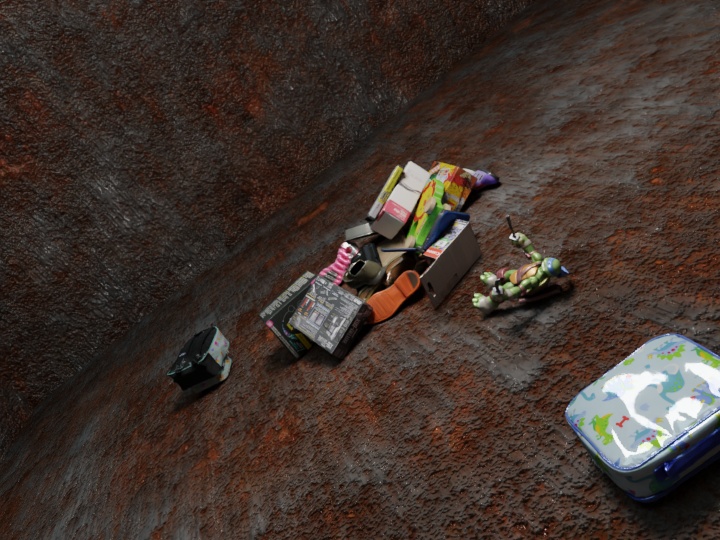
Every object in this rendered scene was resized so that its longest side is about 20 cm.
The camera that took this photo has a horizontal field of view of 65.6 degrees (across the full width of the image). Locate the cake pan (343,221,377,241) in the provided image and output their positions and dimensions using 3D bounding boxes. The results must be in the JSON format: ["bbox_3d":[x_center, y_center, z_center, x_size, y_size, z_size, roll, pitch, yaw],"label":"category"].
[{"bbox_3d":[0.036,-0.138,1.868,0.199,0.037,0.200,-15,2,0],"label":"cake pan"}]

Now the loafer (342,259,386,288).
[{"bbox_3d":[0.000,0.000,1.557,0.075,0.070,0.200,-56,19,-22],"label":"loafer"}]

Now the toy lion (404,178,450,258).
[{"bbox_3d":[0.189,-0.163,1.630,0.192,0.068,0.201,-97,31,-64],"label":"toy lion"}]

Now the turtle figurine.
[{"bbox_3d":[0.287,-0.002,1.116,0.194,0.198,0.145,137,133,-55],"label":"turtle figurine"}]

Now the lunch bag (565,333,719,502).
[{"bbox_3d":[0.377,0.184,0.707,0.199,0.083,0.161,-38,20,2],"label":"lunch bag"}]

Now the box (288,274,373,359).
[{"bbox_3d":[-0.082,0.119,1.484,0.199,0.050,0.158,26,83,43],"label":"box"}]

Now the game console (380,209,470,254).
[{"bbox_3d":[0.171,-0.097,1.444,0.200,0.118,0.172,-5,-55,-61],"label":"game console"}]

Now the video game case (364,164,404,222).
[{"bbox_3d":[0.071,-0.237,1.755,0.182,0.025,0.200,-60,4,2],"label":"video game case"}]

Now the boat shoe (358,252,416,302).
[{"bbox_3d":[0.080,0.037,1.530,0.200,0.072,0.068,-45,21,11],"label":"boat shoe"}]

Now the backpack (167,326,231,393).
[{"bbox_3d":[-0.516,0.291,1.845,0.175,0.154,0.201,-29,32,17],"label":"backpack"}]

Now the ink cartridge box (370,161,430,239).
[{"bbox_3d":[0.123,-0.215,1.732,0.201,0.084,0.146,-63,6,-23],"label":"ink cartridge box"}]

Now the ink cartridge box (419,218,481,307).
[{"bbox_3d":[0.207,-0.019,1.359,0.200,0.109,0.050,-46,38,-20],"label":"ink cartridge box"}]

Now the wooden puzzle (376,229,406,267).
[{"bbox_3d":[0.069,-0.043,1.758,0.200,0.037,0.185,-39,21,12],"label":"wooden puzzle"}]

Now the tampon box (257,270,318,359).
[{"bbox_3d":[-0.170,0.126,1.626,0.200,0.150,0.126,-42,21,-11],"label":"tampon box"}]

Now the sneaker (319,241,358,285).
[{"bbox_3d":[-0.069,0.000,1.862,0.200,0.079,0.095,-51,-14,-5],"label":"sneaker"}]

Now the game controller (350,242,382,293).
[{"bbox_3d":[0.017,-0.008,1.689,0.104,0.042,0.200,-50,24,20],"label":"game controller"}]

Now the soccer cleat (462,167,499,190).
[{"bbox_3d":[0.358,-0.274,1.734,0.074,0.068,0.200,-59,24,-2],"label":"soccer cleat"}]

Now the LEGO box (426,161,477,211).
[{"bbox_3d":[0.259,-0.249,1.740,0.150,0.077,0.200,-61,20,6],"label":"LEGO box"}]

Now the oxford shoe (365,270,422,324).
[{"bbox_3d":[0.089,0.074,1.463,0.200,0.072,0.073,-38,-13,21],"label":"oxford shoe"}]
